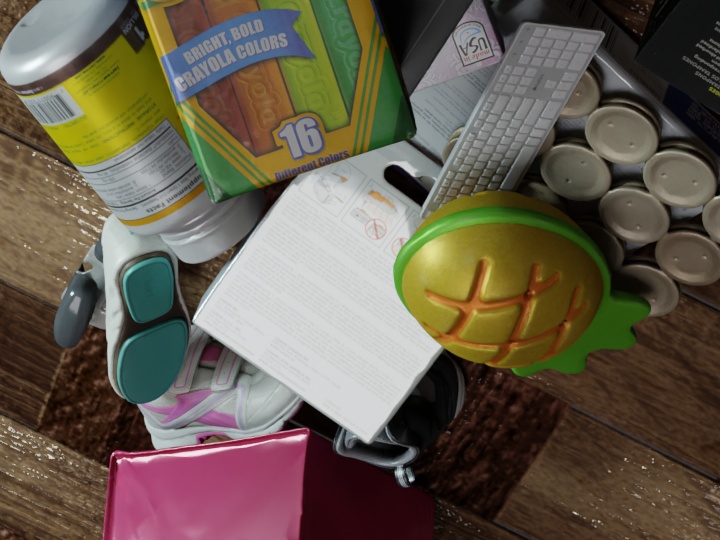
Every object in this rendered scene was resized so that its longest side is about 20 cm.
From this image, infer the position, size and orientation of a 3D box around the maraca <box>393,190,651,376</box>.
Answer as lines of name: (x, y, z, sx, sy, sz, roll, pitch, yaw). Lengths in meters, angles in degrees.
maraca: (0.108, 0.016, 1.494, 0.137, 0.108, 0.200, -26, 138, 31)

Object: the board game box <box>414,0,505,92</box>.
board game box: (-0.034, -0.193, 1.396, 0.199, 0.043, 0.200, -19, 113, 10)

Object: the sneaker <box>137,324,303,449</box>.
sneaker: (-0.115, 0.086, 1.763, 0.199, 0.082, 0.088, -18, 125, 36)

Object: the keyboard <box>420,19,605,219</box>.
keyboard: (0.096, -0.092, 1.442, 0.056, 0.011, 0.200, 9, 142, -15)

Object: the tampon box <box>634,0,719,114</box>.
tampon box: (0.270, -0.191, 1.261, 0.126, 0.150, 0.200, 30, 138, -6)

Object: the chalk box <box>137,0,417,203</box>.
chalk box: (-0.059, -0.163, 1.230, 0.124, 0.124, 0.201, -19, 111, 4)

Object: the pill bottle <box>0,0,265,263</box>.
pill bottle: (-0.152, -0.102, 1.540, 0.109, 0.110, 0.200, -15, 125, 35)

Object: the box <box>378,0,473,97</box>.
box: (0.006, -0.201, 1.325, 0.141, 0.079, 0.201, 32, 110, -9)

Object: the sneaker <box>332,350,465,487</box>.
sneaker: (0.009, 0.071, 1.666, 0.075, 0.114, 0.201, -11, 127, 33)

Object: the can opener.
can opener: (-0.184, -0.005, 1.715, 0.053, 0.067, 0.200, 30, 138, -8)

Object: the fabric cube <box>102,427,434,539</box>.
fabric cube: (-0.075, 0.252, 1.772, 0.195, 0.202, 0.199, -9, 156, 30)

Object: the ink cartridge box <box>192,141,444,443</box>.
ink cartridge box: (0.000, 0.000, 1.575, 0.160, 0.047, 0.200, 35, 106, -6)

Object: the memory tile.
memory tile: (0.164, -0.055, 1.481, 0.199, 0.017, 0.153, 36, 138, -11)

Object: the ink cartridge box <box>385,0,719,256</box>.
ink cartridge box: (0.129, -0.088, 1.508, 0.199, 0.041, 0.200, 41, 136, -16)

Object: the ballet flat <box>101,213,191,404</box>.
ballet flat: (-0.166, 0.023, 1.674, 0.069, 0.070, 0.201, 17, 146, 8)
